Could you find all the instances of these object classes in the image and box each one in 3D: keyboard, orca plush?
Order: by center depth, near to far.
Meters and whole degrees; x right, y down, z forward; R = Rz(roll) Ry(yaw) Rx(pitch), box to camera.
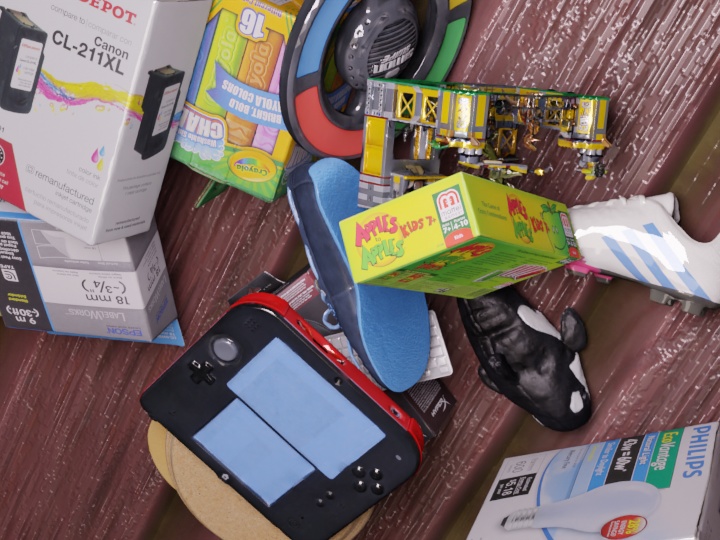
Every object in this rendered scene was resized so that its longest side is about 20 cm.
[{"bbox_3d":[0.129,0.056,1.257,0.104,0.071,0.201,-14,104,24],"label":"orca plush"},{"bbox_3d":[-0.020,0.082,1.271,0.199,0.011,0.057,-15,103,22],"label":"keyboard"}]

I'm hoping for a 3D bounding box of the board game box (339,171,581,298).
[{"bbox_3d":[0.078,-0.022,1.110,0.101,0.200,0.048,-22,76,25],"label":"board game box"}]

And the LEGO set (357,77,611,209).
[{"bbox_3d":[0.092,-0.081,1.144,0.153,0.199,0.117,13,103,40],"label":"LEGO set"}]

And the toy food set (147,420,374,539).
[{"bbox_3d":[-0.076,0.169,1.294,0.200,0.049,0.198,-38,101,28],"label":"toy food set"}]

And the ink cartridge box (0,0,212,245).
[{"bbox_3d":[-0.217,-0.144,1.170,0.145,0.083,0.201,26,111,20],"label":"ink cartridge box"}]

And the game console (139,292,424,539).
[{"bbox_3d":[-0.063,0.126,1.220,0.200,0.031,0.177,43,121,-8],"label":"game console"}]

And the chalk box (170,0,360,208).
[{"bbox_3d":[-0.086,-0.141,1.237,0.123,0.125,0.201,24,116,11],"label":"chalk box"}]

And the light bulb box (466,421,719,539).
[{"bbox_3d":[0.205,0.234,1.223,0.199,0.198,0.126,-14,106,23],"label":"light bulb box"}]

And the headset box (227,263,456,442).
[{"bbox_3d":[-0.037,0.089,1.328,0.148,0.077,0.200,-36,96,27],"label":"headset box"}]

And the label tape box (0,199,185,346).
[{"bbox_3d":[-0.244,0.012,1.318,0.143,0.064,0.201,5,134,13],"label":"label tape box"}]

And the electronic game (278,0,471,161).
[{"bbox_3d":[0.014,-0.175,1.152,0.042,0.199,0.201,35,119,31],"label":"electronic game"}]

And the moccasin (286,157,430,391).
[{"bbox_3d":[0.000,0.000,1.204,0.068,0.080,0.201,7,119,54],"label":"moccasin"}]

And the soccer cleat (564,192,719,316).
[{"bbox_3d":[0.208,-0.030,1.210,0.199,0.070,0.087,19,92,15],"label":"soccer cleat"}]
